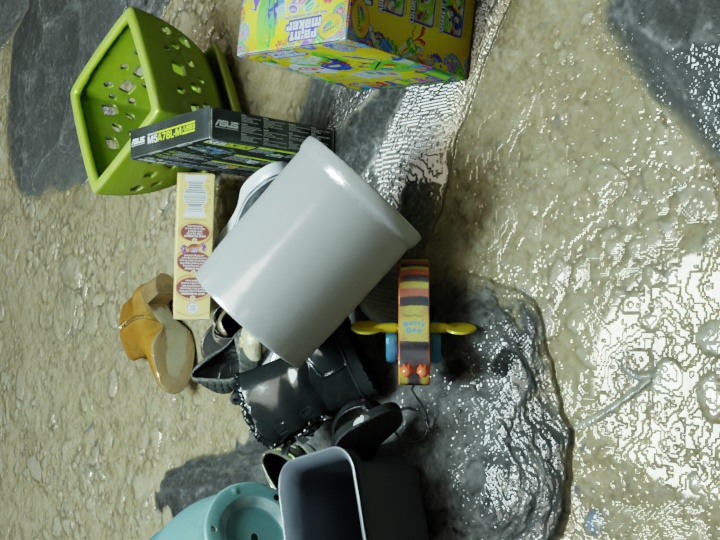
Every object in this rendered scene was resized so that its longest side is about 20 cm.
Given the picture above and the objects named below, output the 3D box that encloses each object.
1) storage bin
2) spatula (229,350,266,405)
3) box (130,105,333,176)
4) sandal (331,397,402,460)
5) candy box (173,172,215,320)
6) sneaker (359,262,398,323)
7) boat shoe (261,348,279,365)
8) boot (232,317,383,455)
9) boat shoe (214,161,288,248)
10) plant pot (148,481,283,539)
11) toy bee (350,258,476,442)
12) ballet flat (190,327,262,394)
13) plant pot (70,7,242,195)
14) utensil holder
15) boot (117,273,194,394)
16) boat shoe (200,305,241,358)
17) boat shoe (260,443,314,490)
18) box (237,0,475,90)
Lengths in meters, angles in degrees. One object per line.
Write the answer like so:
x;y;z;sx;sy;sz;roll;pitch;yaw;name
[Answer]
-0.001;0.307;1.180;0.145;0.134;0.201;-24;66;40;storage bin
-0.131;0.122;1.429;0.200;0.056;0.021;-54;15;38;spatula
-0.170;-0.166;1.388;0.193;0.199;0.048;-8;80;48;box
-0.007;0.182;1.202;0.201;0.075;0.048;117;135;-60;sandal
-0.234;-0.035;1.484;0.117;0.056;0.201;-163;74;-81;candy box
0.000;0.000;1.288;0.201;0.074;0.082;62;158;27;sneaker
-0.077;0.104;1.342;0.065;0.073;0.201;20;101;52;boat shoe
-0.081;0.108;1.280;0.162;0.073;0.199;-28;82;11;boot
-0.138;-0.063;1.434;0.200;0.071;0.068;-51;56;38;boat shoe
-0.159;0.358;1.283;0.188;0.199;0.201;-54;49;41;plant pot
0.066;0.084;1.160;0.130;0.109;0.201;-21;86;0;toy bee
-0.173;0.122;1.399;0.200;0.056;0.067;135;136;-56;ballet flat
-0.287;-0.231;1.543;0.200;0.181;0.200;-41;56;37;plant pot
-0.058;-0.018;1.167;0.200;0.170;0.170;-49;47;0;utensil holder
-0.321;0.117;1.628;0.144;0.070;0.202;-39;54;45;boot
-0.171;0.068;1.451;0.200;0.073;0.075;-37;58;39;boat shoe
-0.056;0.290;1.302;0.202;0.060;0.072;45;118;42;boat shoe
-0.005;-0.293;1.225;0.199;0.192;0.123;6;89;48;box
